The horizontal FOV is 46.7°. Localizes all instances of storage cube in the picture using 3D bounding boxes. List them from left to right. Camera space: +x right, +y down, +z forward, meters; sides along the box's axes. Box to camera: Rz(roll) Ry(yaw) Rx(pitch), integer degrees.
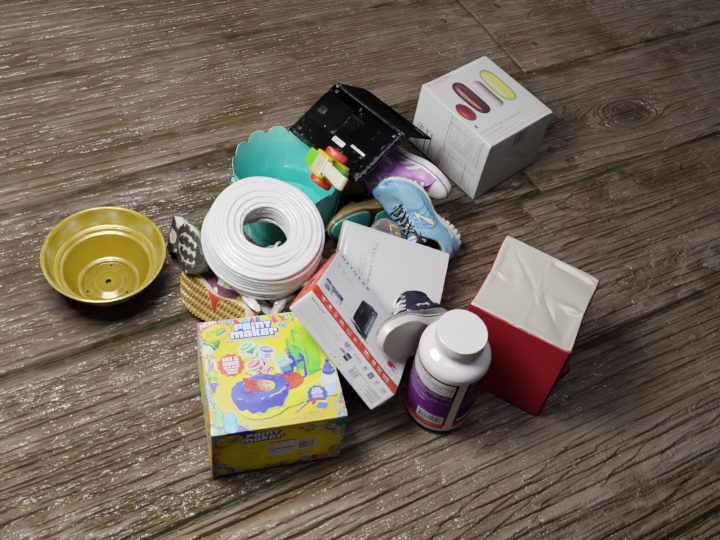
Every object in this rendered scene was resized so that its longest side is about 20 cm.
[{"bbox_3d":[0.266,0.089,1.364,0.197,0.182,0.172,26,51,13],"label":"storage cube"}]

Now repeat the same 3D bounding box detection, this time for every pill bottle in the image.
[{"bbox_3d":[0.135,0.151,1.277,0.110,0.202,0.114,5,50,-6],"label":"pill bottle"}]

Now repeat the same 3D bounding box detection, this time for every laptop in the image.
[{"bbox_3d":[0.003,-0.251,1.537,0.176,0.104,0.200,39,76,21],"label":"laptop"}]

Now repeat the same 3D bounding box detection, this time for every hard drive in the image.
[{"bbox_3d":[0.048,0.008,1.424,0.196,0.027,0.135,17,78,-15],"label":"hard drive"}]

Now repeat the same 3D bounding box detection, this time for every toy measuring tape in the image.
[{"bbox_3d":[-0.040,-0.158,1.381,0.072,0.075,0.200,-10,24,-17],"label":"toy measuring tape"}]

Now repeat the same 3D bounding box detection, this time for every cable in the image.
[{"bbox_3d":[-0.155,-0.054,1.326,0.199,0.070,0.200,37,59,7],"label":"cable"}]

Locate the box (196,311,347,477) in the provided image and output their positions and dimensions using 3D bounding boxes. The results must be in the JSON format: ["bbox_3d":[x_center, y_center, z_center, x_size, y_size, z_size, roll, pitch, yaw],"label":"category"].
[{"bbox_3d":[-0.139,0.181,1.259,0.195,0.123,0.195,-6,51,-15],"label":"box"}]

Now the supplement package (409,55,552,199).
[{"bbox_3d":[0.240,-0.292,1.687,0.189,0.148,0.200,-30,62,-29],"label":"supplement package"}]

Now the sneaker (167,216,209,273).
[{"bbox_3d":[-0.267,-0.046,1.415,0.087,0.079,0.200,4,17,-26],"label":"sneaker"}]

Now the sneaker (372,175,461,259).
[{"bbox_3d":[0.098,-0.085,1.496,0.199,0.078,0.091,42,45,-11],"label":"sneaker"}]

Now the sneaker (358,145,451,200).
[{"bbox_3d":[0.065,-0.165,1.558,0.198,0.073,0.115,31,65,9],"label":"sneaker"}]

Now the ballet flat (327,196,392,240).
[{"bbox_3d":[0.008,-0.103,1.551,0.197,0.070,0.063,-14,45,-35],"label":"ballet flat"}]

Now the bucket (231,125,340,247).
[{"bbox_3d":[-0.133,-0.144,1.511,0.202,0.136,0.210,4,51,-5],"label":"bucket"}]

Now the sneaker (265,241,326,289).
[{"bbox_3d":[-0.150,-0.019,1.421,0.195,0.090,0.078,-4,48,2],"label":"sneaker"}]

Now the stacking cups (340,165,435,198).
[{"bbox_3d":[0.056,-0.177,1.622,0.195,0.061,0.061,-5,52,-15],"label":"stacking cups"}]

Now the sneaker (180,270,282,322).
[{"bbox_3d":[-0.217,0.048,1.382,0.198,0.076,0.089,29,27,35],"label":"sneaker"}]

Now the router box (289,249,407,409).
[{"bbox_3d":[-0.009,0.086,1.296,0.201,0.049,0.180,51,23,-9],"label":"router box"}]

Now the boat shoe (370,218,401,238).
[{"bbox_3d":[0.000,0.000,1.462,0.074,0.073,0.201,42,73,-9],"label":"boat shoe"}]

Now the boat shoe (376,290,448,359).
[{"bbox_3d":[0.070,0.080,1.325,0.092,0.076,0.198,39,22,32],"label":"boat shoe"}]

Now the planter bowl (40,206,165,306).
[{"bbox_3d":[-0.421,-0.004,1.384,0.195,0.084,0.203,5,50,-6],"label":"planter bowl"}]
